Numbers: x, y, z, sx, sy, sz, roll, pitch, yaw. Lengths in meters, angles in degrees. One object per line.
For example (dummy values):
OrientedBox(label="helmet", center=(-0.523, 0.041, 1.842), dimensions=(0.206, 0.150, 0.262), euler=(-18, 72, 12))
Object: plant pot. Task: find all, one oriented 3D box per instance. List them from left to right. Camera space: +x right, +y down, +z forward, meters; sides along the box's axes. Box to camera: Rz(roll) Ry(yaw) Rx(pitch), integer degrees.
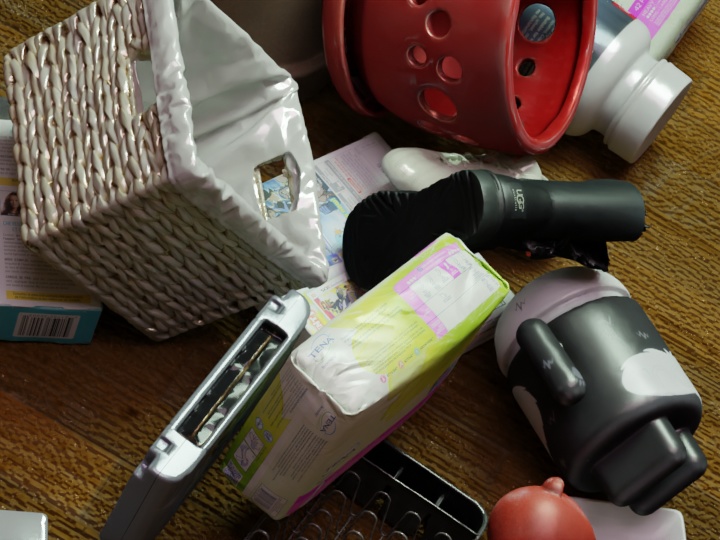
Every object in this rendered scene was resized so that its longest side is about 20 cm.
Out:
OrientedBox(label="plant pot", center=(-0.085, -0.264, 1.879), dimensions=(0.199, 0.175, 0.201), euler=(9, 53, -12))
OrientedBox(label="plant pot", center=(0.077, -0.201, 1.824), dimensions=(0.182, 0.201, 0.201), euler=(7, 45, 25))

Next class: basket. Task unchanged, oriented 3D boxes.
OrientedBox(label="basket", center=(-0.146, -0.082, 1.672), dimensions=(0.160, 0.200, 0.199), euler=(-23, 56, 19))

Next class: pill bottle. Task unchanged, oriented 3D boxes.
OrientedBox(label="pill bottle", center=(0.183, -0.188, 1.957), dimensions=(0.200, 0.120, 0.120), euler=(37, 51, 8))

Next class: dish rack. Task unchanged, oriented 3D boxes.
OrientedBox(label="dish rack", center=(-0.014, 0.208, 1.622), dimensions=(0.153, 0.055, 0.200), euler=(33, 43, 6))

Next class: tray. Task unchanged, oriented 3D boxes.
OrientedBox(label="tray", center=(0.201, 0.265, 1.687), dimensions=(0.107, 0.022, 0.201), euler=(9, 52, -15))

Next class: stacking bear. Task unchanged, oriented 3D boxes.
OrientedBox(label="stacking bear", center=(0.124, 0.245, 1.607), dimensions=(0.113, 0.122, 0.200), euler=(18, 50, -11))

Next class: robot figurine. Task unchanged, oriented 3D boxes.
OrientedBox(label="robot figurine", center=(0.184, 0.092, 1.742), dimensions=(0.124, 0.150, 0.200), euler=(-20, 59, -18))

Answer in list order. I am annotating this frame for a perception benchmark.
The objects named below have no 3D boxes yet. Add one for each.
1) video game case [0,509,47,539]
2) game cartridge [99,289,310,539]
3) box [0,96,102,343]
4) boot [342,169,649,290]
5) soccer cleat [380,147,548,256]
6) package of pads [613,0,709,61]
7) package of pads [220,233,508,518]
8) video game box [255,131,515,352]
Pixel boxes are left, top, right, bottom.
OrientedBox(label="video game case", center=(-0.302, 0.247, 1.514), dimensions=(0.182, 0.022, 0.201), euler=(6, 53, -16))
OrientedBox(label="game cartridge", center=(-0.111, 0.112, 1.613), dimensions=(0.041, 0.133, 0.200), euler=(33, 50, 6))
OrientedBox(label="box", center=(-0.250, -0.041, 1.730), dimensions=(0.082, 0.049, 0.201), euler=(4, 54, -18))
OrientedBox(label="boot", center=(0.103, -0.027, 1.728), dimensions=(0.168, 0.200, 0.077), euler=(5, 74, -35))
OrientedBox(label="soccer cleat", center=(0.101, -0.071, 1.824), dimensions=(0.200, 0.078, 0.069), euler=(19, 34, -39))
OrientedBox(label="package of pads", center=(0.226, -0.289, 2.037), dimensions=(0.200, 0.068, 0.155), euler=(37, 94, 8))
OrientedBox(label="package of pads", center=(0.006, 0.074, 1.592), dimensions=(0.068, 0.155, 0.200), euler=(44, 48, 10))
OrientedBox(label="video game box", center=(0.000, 0.000, 1.796), dimensions=(0.182, 0.047, 0.200), euler=(-24, 66, -36))
